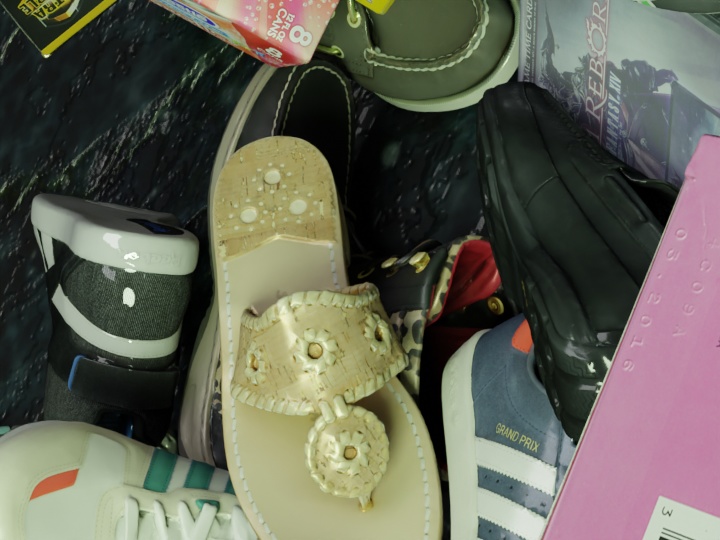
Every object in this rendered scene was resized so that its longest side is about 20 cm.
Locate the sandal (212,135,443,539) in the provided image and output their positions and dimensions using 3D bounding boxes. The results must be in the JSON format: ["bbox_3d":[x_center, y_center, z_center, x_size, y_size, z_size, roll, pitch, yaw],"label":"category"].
[{"bbox_3d":[-0.024,0.022,0.857,0.077,0.070,0.213,-15,54,1],"label":"sandal"}]

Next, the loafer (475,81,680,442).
[{"bbox_3d":[0.086,-0.009,0.819,0.070,0.069,0.201,-12,33,-3],"label":"loafer"}]

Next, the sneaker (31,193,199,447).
[{"bbox_3d":[-0.123,0.027,1.056,0.200,0.072,0.113,-150,69,-78],"label":"sneaker"}]

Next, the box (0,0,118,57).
[{"bbox_3d":[-0.075,-0.202,1.114,0.199,0.049,0.160,-33,12,31],"label":"box"}]

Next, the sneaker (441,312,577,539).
[{"bbox_3d":[0.081,0.091,0.820,0.084,0.075,0.201,-36,47,33],"label":"sneaker"}]

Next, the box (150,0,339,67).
[{"bbox_3d":[-0.026,-0.195,0.952,0.201,0.099,0.095,-63,12,-1],"label":"box"}]

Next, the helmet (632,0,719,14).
[{"bbox_3d":[0.119,-0.180,0.743,0.200,0.199,0.192,33,100,51],"label":"helmet"}]

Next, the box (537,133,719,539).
[{"bbox_3d":[0.155,0.086,0.643,0.096,0.199,0.177,17,82,50],"label":"box"}]

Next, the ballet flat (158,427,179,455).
[{"bbox_3d":[-0.122,0.149,1.020,0.071,0.072,0.202,-20,55,39],"label":"ballet flat"}]

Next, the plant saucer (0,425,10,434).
[{"bbox_3d":[-0.208,0.176,1.137,0.070,0.019,0.202,-26,53,37],"label":"plant saucer"}]

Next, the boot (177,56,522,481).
[{"bbox_3d":[0.000,0.000,0.961,0.150,0.073,0.202,-4,69,47],"label":"boot"}]

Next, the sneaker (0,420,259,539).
[{"bbox_3d":[-0.059,0.102,0.876,0.093,0.199,0.071,-3,72,40],"label":"sneaker"}]

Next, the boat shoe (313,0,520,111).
[{"bbox_3d":[-0.002,-0.124,1.041,0.201,0.060,0.073,26,89,51],"label":"boat shoe"}]

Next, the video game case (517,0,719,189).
[{"bbox_3d":[0.114,-0.042,0.837,0.200,0.019,0.144,45,144,49],"label":"video game case"}]

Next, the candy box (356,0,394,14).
[{"bbox_3d":[0.044,-0.210,0.995,0.102,0.026,0.201,-54,14,45],"label":"candy box"}]
